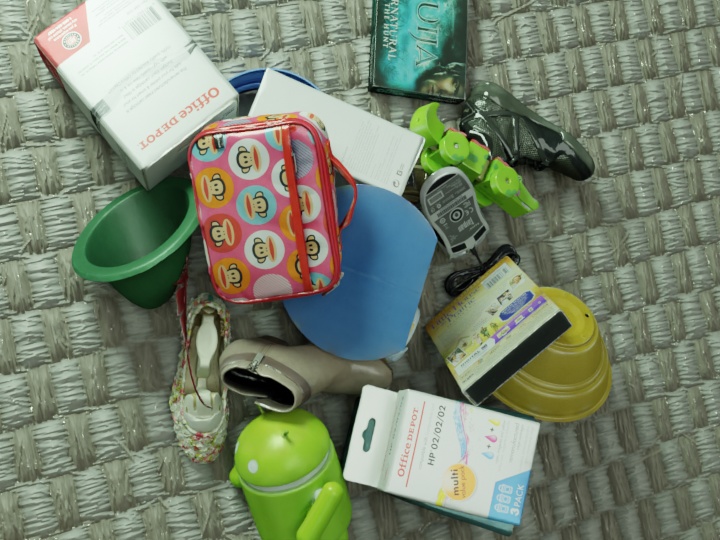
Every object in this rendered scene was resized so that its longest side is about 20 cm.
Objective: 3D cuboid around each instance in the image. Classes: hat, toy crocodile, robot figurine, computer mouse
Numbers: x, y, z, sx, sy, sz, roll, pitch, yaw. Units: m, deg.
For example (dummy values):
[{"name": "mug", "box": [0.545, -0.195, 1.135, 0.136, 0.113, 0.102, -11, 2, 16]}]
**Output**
[{"name": "hat", "box": [-0.229, 0.021, 1.140, 0.201, 0.163, 0.177, -62, 141, -39]}, {"name": "toy crocodile", "box": [0.144, -0.134, 1.224, 0.199, 0.067, 0.062, 33, 67, -14]}, {"name": "robot figurine", "box": [-0.077, 0.245, 1.116, 0.115, 0.175, 0.203, -29, 122, -25]}, {"name": "computer mouse", "box": [0.128, -0.057, 1.233, 0.109, 0.044, 0.201, -32, 126, -3]}]

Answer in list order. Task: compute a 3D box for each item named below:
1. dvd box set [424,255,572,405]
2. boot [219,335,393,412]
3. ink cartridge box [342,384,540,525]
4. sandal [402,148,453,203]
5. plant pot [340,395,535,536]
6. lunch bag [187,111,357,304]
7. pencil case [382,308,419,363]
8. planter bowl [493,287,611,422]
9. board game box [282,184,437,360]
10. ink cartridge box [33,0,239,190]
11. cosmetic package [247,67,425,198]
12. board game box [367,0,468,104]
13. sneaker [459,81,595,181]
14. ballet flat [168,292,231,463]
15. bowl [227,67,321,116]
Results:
[{"name": "dvd box set", "box": [0.159, 0.067, 1.169, 0.146, 0.200, 0.029, -41, 110, 4]}, {"name": "boot", "box": [-0.066, 0.125, 1.120, 0.197, 0.146, 0.071, 11, 104, 6]}, {"name": "ink cartridge box", "box": [0.089, 0.204, 1.086, 0.197, 0.068, 0.117, 15, 79, -5]}, {"name": "sandal", "box": [0.067, -0.117, 1.255, 0.197, 0.054, 0.082, 7, 78, -23]}, {"name": "plant pot", "box": [0.085, 0.221, 1.183, 0.197, 0.141, 0.144, 17, 79, -11]}, {"name": "lunch bag", "box": [-0.088, -0.070, 1.062, 0.173, 0.082, 0.203, -7, 108, 6]}, {"name": "pencil case", "box": [-0.023, 0.033, 1.190, 0.198, 0.091, 0.084, 32, 113, -14]}, {"name": "planter bowl", "box": [0.239, 0.083, 1.222, 0.197, 0.084, 0.202, 8, 46, -9]}, {"name": "board game box", "box": [0.000, 0.000, 1.125, 0.156, 0.039, 0.203, 18, 101, 10]}, {"name": "ink cartridge box", "box": [-0.255, -0.219, 1.124, 0.144, 0.084, 0.201, -39, 84, -13]}, {"name": "cosmetic package", "box": [-0.036, -0.152, 1.140, 0.198, 0.113, 0.082, 25, 84, -8]}, {"name": "board game box", "box": [0.080, -0.332, 1.298, 0.133, 0.028, 0.204, 5, 82, -17]}, {"name": "sneaker", "box": [0.215, -0.155, 1.300, 0.198, 0.076, 0.115, 31, 77, -9]}, {"name": "ballet flat", "box": [-0.188, 0.127, 1.141, 0.074, 0.064, 0.204, 0, 84, -13]}, {"name": "bowl", "box": [-0.113, -0.148, 1.209, 0.197, 0.039, 0.204, 2, 83, -18]}]
